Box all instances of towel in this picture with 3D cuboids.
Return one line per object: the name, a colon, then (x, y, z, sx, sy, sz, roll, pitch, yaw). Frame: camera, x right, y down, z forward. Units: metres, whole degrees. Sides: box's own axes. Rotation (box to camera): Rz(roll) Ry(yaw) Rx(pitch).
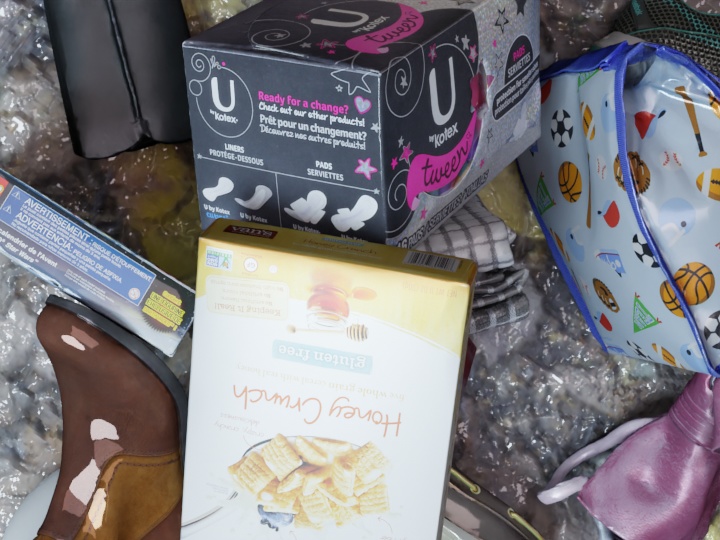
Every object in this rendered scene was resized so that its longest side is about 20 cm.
towel: (0.000, 0.000, 0.882, 0.163, 0.200, 0.087, -13, 109, -11)

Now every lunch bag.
lunch bag: (0.188, -0.051, 0.935, 0.123, 0.170, 0.202, -34, 99, -14)

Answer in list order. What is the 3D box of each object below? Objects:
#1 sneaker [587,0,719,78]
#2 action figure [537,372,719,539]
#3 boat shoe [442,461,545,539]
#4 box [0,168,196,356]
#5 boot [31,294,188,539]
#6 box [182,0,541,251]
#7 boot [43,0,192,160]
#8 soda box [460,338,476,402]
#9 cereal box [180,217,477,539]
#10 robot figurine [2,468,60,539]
sneaker: (0.257, -0.132, 0.979, 0.198, 0.078, 0.092, 29, 76, 4)
action figure: (0.232, 0.096, 0.974, 0.148, 0.134, 0.202, 28, 116, 11)
boat shoe: (0.042, 0.152, 0.973, 0.199, 0.072, 0.060, 38, 45, 0)
box: (-0.167, -0.008, 0.845, 0.136, 0.200, 0.040, 34, 84, -13)
boot: (-0.172, 0.137, 0.769, 0.200, 0.068, 0.190, -49, 141, -27)
box: (0.010, -0.102, 0.828, 0.200, 0.131, 0.116, -41, 135, -48)
boot: (-0.121, -0.182, 0.911, 0.162, 0.066, 0.203, -12, 93, -3)
soda box: (0.016, 0.085, 0.891, 0.070, 0.200, 0.064, -34, 102, 23)
cereal box: (-0.020, 0.082, 0.765, 0.142, 0.040, 0.203, 8, 111, 9)
robot figurine: (-0.135, 0.208, 0.909, 0.200, 0.124, 0.151, 45, 58, -12)
